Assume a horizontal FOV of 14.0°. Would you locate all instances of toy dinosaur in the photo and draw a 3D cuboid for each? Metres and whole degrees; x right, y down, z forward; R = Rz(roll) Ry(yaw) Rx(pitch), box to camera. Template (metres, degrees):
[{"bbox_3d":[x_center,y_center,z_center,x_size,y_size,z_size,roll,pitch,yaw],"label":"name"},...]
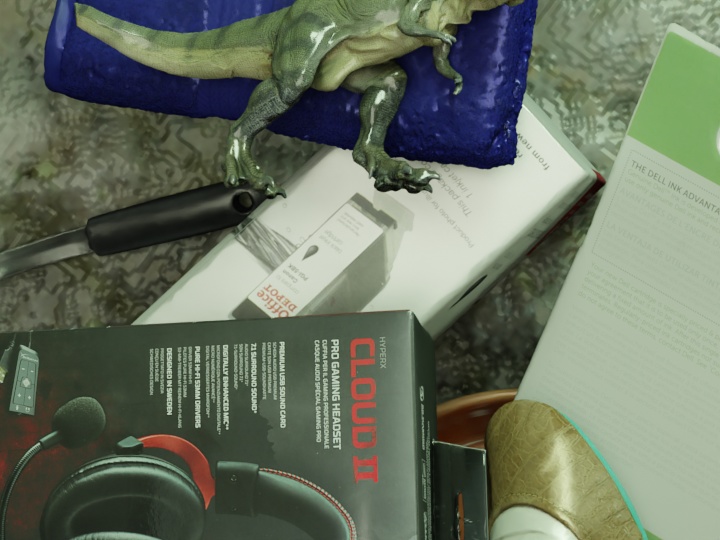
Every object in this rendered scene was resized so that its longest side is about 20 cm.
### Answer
[{"bbox_3d":[-0.014,-0.072,1.088,0.200,0.047,0.088,-8,74,22],"label":"toy dinosaur"}]

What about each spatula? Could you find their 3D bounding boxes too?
[{"bbox_3d":[-0.135,-0.010,1.294,0.200,0.021,0.057,-16,101,5],"label":"spatula"}]

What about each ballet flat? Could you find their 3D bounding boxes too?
[{"bbox_3d":[0.089,0.152,1.170,0.068,0.072,0.200,-18,97,44],"label":"ballet flat"}]

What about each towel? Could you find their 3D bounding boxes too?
[{"bbox_3d":[-0.021,-0.125,1.139,0.200,0.050,0.148,12,96,21],"label":"towel"}]

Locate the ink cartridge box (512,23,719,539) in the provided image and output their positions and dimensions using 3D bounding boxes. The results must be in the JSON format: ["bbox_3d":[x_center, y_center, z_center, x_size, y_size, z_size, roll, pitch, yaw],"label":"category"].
[{"bbox_3d":[0.152,0.021,1.170,0.145,0.048,0.200,31,110,25],"label":"ink cartridge box"}]

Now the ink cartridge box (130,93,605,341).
[{"bbox_3d":[0.000,0.000,1.215,0.200,0.147,0.083,-43,85,6],"label":"ink cartridge box"}]

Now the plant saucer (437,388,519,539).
[{"bbox_3d":[0.071,0.151,1.267,0.200,0.032,0.201,0,92,7],"label":"plant saucer"}]

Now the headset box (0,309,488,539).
[{"bbox_3d":[-0.051,0.096,1.096,0.200,0.075,0.149,-2,76,7],"label":"headset box"}]
